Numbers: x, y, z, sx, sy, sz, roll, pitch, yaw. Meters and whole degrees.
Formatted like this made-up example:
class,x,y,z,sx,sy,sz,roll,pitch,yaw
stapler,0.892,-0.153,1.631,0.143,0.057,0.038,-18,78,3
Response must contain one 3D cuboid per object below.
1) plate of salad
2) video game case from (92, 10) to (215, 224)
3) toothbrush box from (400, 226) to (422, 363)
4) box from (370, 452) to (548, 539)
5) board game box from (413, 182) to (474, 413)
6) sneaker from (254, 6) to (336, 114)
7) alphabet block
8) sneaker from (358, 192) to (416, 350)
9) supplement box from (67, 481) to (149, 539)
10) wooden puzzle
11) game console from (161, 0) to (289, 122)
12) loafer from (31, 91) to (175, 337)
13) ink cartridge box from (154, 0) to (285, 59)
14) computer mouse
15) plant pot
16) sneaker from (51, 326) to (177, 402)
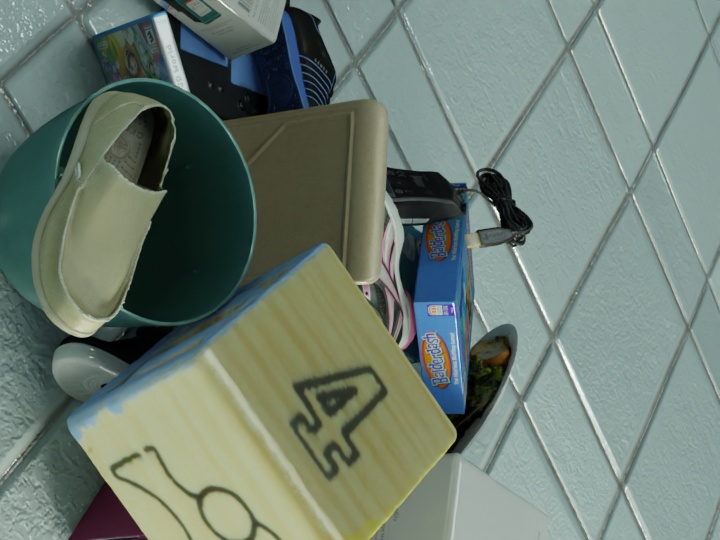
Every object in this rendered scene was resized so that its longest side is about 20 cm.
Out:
class,x,y,z,sx,sy,sz,roll,pitch,yaw
plate of salad,0.105,0.139,1.769,0.048,0.200,0.200,32,51,-12
video game case,-0.180,-0.124,1.453,0.018,0.143,0.201,-21,100,-29
toothbrush box,-0.015,0.002,1.704,0.200,0.085,0.147,33,56,-48
box,0.070,0.317,1.668,0.200,0.171,0.200,37,53,-45
board game box,0.090,0.027,1.690,0.200,0.045,0.152,-79,165,-51
sneaker,-0.056,-0.173,1.650,0.078,0.070,0.201,-1,81,-47
alphabet block,-0.078,0.129,1.313,0.200,0.195,0.196,56,43,-8
sneaker,0.000,0.000,1.577,0.086,0.080,0.201,-41,114,-57
supplement box,-0.145,0.259,1.431,0.200,0.103,0.131,60,39,-28
wooden puzzle,-0.070,-0.065,1.549,0.037,0.199,0.186,41,48,-62
game console,-0.135,-0.244,1.641,0.177,0.031,0.201,19,66,-52
loafer,-0.188,-0.049,1.209,0.076,0.068,0.201,25,65,-38
ink cartridge box,-0.159,-0.309,1.561,0.200,0.067,0.116,36,55,-38
computer mouse,0.073,-0.054,1.634,0.199,0.141,0.046,0,124,-22
plant pot,-0.214,-0.045,1.345,0.200,0.161,0.201,10,75,-43
sneaker,-0.201,0.069,1.438,0.200,0.073,0.112,42,46,-53
